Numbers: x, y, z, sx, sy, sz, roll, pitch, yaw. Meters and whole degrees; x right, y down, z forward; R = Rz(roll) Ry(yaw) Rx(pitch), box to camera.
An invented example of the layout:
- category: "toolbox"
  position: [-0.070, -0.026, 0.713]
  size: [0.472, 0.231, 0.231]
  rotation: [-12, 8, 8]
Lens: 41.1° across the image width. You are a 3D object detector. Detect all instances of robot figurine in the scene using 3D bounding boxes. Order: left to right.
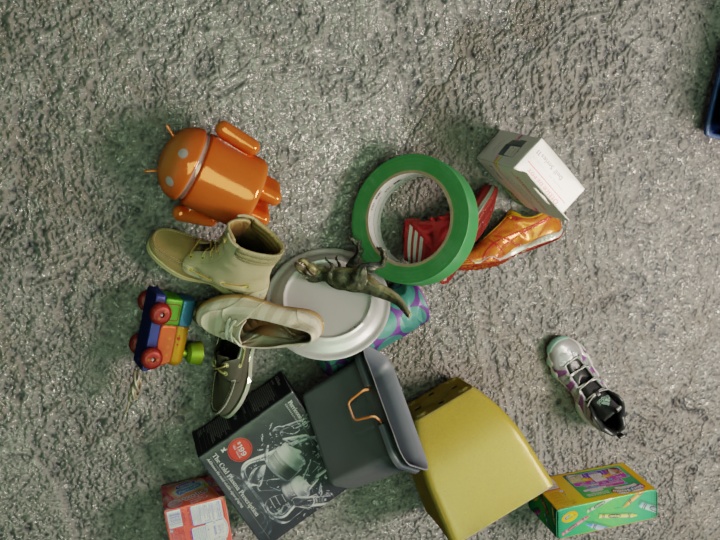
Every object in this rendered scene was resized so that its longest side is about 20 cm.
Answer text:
- category: "robot figurine"
  position: [-0.217, -0.137, 1.432]
  size: [0.198, 0.144, 0.118]
  rotation: [26, 60, -19]

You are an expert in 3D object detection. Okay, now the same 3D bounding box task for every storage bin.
- category: "storage bin"
  position: [-0.003, 0.240, 1.494]
  size: [0.133, 0.145, 0.202]
  rotation: [-28, 65, 14]

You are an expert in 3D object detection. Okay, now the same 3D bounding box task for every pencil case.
- category: "pencil case"
  position: [0.013, 0.089, 1.564]
  size: [0.198, 0.093, 0.085]
  rotation: [-29, 152, -8]

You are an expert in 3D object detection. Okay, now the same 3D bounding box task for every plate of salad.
- category: "plate of salad"
  position: [-0.052, 0.055, 1.512]
  size: [0.198, 0.202, 0.048]
  rotation: [-17, 149, -11]

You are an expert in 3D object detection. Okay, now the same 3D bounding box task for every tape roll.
- category: "tape roll"
  position: [0.084, -0.078, 1.498]
  size: [0.198, 0.048, 0.203]
  rotation: [-3, 84, 25]

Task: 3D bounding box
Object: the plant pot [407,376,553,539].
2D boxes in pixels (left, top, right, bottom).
- category: "plant pot"
  position: [0.169, 0.296, 1.608]
  size: [0.193, 0.195, 0.202]
  rotation: [-28, 97, -7]

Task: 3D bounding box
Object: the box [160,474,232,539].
- category: "box"
  position: [-0.258, 0.448, 1.569]
  size: [0.101, 0.095, 0.203]
  rotation: [-11, 106, -12]

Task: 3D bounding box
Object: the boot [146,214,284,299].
- category: "boot"
  position: [-0.216, -0.035, 1.423]
  size: [0.198, 0.156, 0.073]
  rotation: [28, 56, -3]

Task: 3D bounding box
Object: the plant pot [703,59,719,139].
- category: "plant pot"
  position: [0.705, -0.293, 1.613]
  size: [0.197, 0.180, 0.203]
  rotation: [7, 100, -16]

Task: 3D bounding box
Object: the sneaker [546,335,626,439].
- category: "sneaker"
  position: [0.407, 0.208, 1.669]
  size: [0.077, 0.140, 0.201]
  rotation: [-38, 110, -3]

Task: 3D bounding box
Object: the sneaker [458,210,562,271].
- category: "sneaker"
  position: [0.240, -0.054, 1.612]
  size: [0.198, 0.073, 0.078]
  rotation: [-23, 84, -11]

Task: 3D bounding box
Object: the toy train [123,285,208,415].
- category: "toy train"
  position: [-0.297, 0.132, 1.498]
  size: [0.114, 0.084, 0.203]
  rotation: [8, 101, -30]

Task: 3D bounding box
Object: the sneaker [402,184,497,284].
- category: "sneaker"
  position: [0.137, -0.082, 1.563]
  size: [0.115, 0.079, 0.201]
  rotation: [27, 59, 16]

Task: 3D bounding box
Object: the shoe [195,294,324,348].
- category: "shoe"
  position: [-0.155, 0.080, 1.435]
  size: [0.197, 0.054, 0.071]
  rotation: [5, 119, 9]

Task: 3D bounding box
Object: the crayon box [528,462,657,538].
- category: "crayon box"
  position: [0.418, 0.412, 1.732]
  size: [0.197, 0.119, 0.059]
  rotation: [-8, 105, -13]

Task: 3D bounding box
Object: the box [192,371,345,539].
- category: "box"
  position: [-0.142, 0.305, 1.563]
  size: [0.181, 0.104, 0.201]
  rotation: [-35, 109, -6]

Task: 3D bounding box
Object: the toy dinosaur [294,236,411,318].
- category: "toy dinosaur"
  position: [0.000, 0.000, 1.482]
  size: [0.198, 0.047, 0.089]
  rotation: [19, 89, 16]

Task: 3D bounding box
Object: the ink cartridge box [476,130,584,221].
- category: "ink cartridge box"
  position: [0.274, -0.152, 1.517]
  size: [0.067, 0.200, 0.117]
  rotation: [-46, 110, -1]

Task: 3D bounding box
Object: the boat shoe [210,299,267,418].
- category: "boat shoe"
  position: [-0.203, 0.133, 1.515]
  size: [0.060, 0.072, 0.204]
  rotation: [14, 94, -49]
